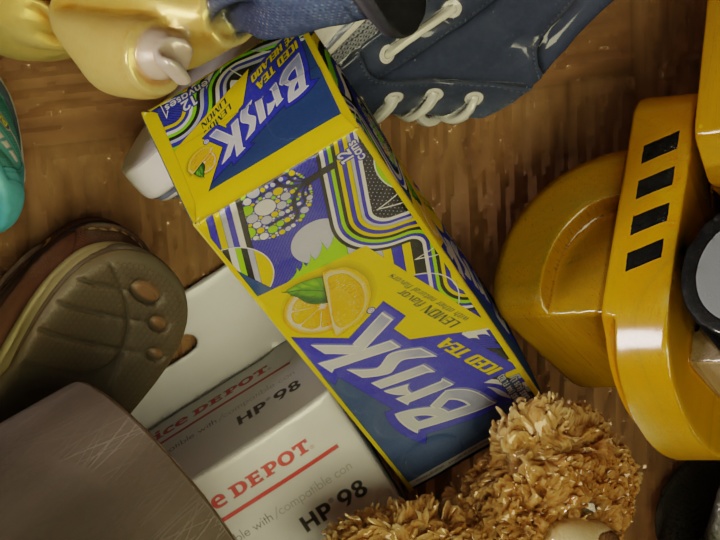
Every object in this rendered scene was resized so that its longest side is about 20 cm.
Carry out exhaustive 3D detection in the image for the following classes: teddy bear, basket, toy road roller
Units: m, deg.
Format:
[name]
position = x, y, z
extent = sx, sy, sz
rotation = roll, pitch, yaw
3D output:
[teddy bear]
position = 0.033, 0.139, 0.901
extent = 0.199, 0.067, 0.146
rotation = -29, 116, -5
[basket]
position = -0.140, 0.145, 0.810
extent = 0.200, 0.136, 0.181
rotation = -38, 103, -18
[toy road roller]
position = 0.136, -0.025, 0.902
extent = 0.123, 0.145, 0.201
rotation = 42, 53, -50

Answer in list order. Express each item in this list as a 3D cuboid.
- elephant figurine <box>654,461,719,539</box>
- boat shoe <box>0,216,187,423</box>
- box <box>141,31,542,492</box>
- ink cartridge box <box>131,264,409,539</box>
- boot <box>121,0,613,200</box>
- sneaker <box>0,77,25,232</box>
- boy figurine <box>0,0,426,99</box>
[elephant figurine]
position = 0.181, 0.121, 0.961
extent = 0.199, 0.155, 0.142
rotation = -22, 137, -14
[boat shoe]
position = -0.148, 0.063, 0.900
extent = 0.200, 0.068, 0.072
rotation = -49, 124, 3
[box]
position = 0.000, 0.000, 0.871
extent = 0.070, 0.064, 0.200
rotation = -30, 140, 5
[ink cartridge box]
position = -0.038, 0.110, 0.946
extent = 0.115, 0.067, 0.201
rotation = -32, 114, 0
[boot]
position = 0.009, -0.077, 0.881
extent = 0.200, 0.073, 0.090
rotation = -42, 108, 4
[sneaker]
position = -0.198, -0.056, 0.798
extent = 0.199, 0.080, 0.078
rotation = 9, 135, -40
[boy figurine]
position = -0.062, -0.112, 0.820
extent = 0.065, 0.199, 0.125
rotation = 54, 48, -39
